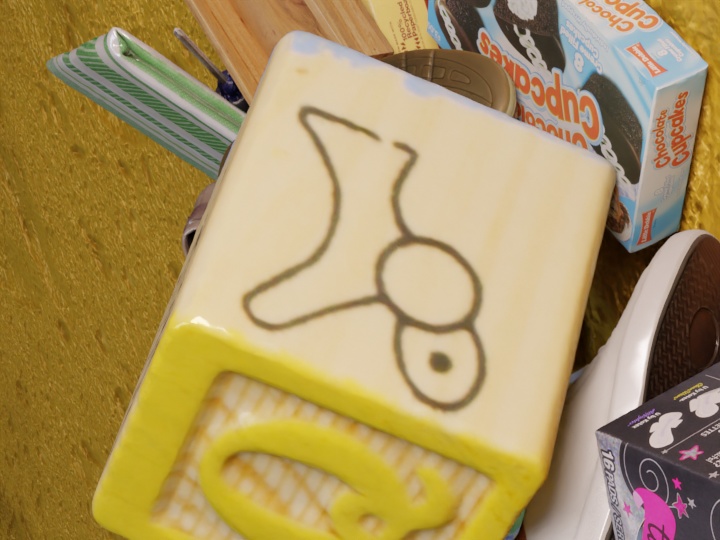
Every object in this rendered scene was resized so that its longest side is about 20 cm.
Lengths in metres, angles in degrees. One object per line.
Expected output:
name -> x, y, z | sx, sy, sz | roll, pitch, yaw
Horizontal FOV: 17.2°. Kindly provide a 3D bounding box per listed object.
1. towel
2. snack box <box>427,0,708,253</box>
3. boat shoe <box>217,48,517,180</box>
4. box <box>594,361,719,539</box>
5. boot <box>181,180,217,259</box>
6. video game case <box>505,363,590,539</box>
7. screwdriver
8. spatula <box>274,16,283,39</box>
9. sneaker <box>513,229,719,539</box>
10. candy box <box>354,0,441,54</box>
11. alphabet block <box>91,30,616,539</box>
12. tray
towel -> -0.120, -0.103, 1.527 | 0.152, 0.024, 0.200 | 32, 172, -14
snack box -> 0.103, -0.117, 1.249 | 0.200, 0.037, 0.117 | 51, 153, 35
boat shoe -> 0.011, -0.065, 1.319 | 0.200, 0.063, 0.074 | -21, 57, 34
box -> 0.207, 0.153, 1.132 | 0.114, 0.132, 0.202 | 19, 128, 53
boot -> -0.044, 0.033, 1.497 | 0.070, 0.146, 0.201 | -30, 93, 25
video game case -> 0.106, 0.131, 1.277 | 0.018, 0.201, 0.143 | 32, 149, -14
screwdriver -> -0.084, -0.123, 1.459 | 0.028, 0.029, 0.200 | 57, 179, 14
spatula -> -0.024, -0.086, 1.441 | 0.056, 0.020, 0.202 | -20, 89, 67
sneaker -> 0.121, 0.067, 1.190 | 0.084, 0.201, 0.073 | 7, 157, 42
candy box -> 0.002, -0.115, 1.457 | 0.200, 0.056, 0.118 | -1, 109, 65
alphabet block -> -0.003, 0.037, 1.202 | 0.194, 0.201, 0.197 | 22, 140, -3
tray -> -0.056, -0.165, 1.409 | 0.201, 0.037, 0.099 | 57, 140, 26
